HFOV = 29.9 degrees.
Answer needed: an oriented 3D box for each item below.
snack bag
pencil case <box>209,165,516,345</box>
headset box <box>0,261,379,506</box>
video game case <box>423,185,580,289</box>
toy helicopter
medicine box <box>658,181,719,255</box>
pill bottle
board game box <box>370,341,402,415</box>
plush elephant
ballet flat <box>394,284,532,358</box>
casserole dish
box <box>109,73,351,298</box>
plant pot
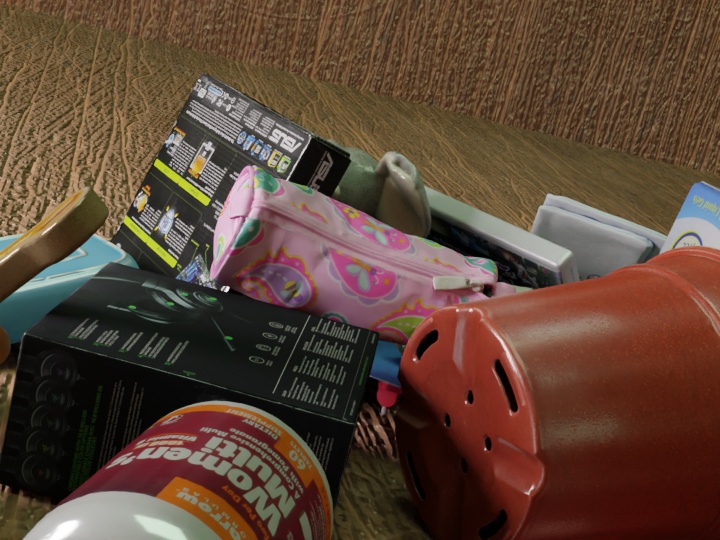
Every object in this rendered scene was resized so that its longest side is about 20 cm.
[{"bbox_3d":[0.235,0.025,1.220,0.199,0.189,0.021,20,53,4],"label":"snack bag"},{"bbox_3d":[0.000,0.000,0.896,0.199,0.088,0.087,21,12,-12],"label":"pencil case"},{"bbox_3d":[-0.100,0.076,0.798,0.199,0.093,0.174,15,14,1],"label":"headset box"},{"bbox_3d":[0.110,0.022,1.107,0.023,0.183,0.199,-40,44,-22],"label":"video game case"},{"bbox_3d":[-0.220,0.018,0.750,0.079,0.199,0.132,50,22,-15],"label":"toy helicopter"},{"bbox_3d":[0.296,0.057,1.046,0.102,0.201,0.182,21,11,-19],"label":"medicine box"},{"bbox_3d":[-0.084,0.133,0.562,0.109,0.110,0.200,17,14,8],"label":"pill bottle"},{"bbox_3d":[0.049,0.091,1.018,0.157,0.039,0.199,21,9,40],"label":"board game box"},{"bbox_3d":[-0.029,-0.032,1.068,0.199,0.156,0.164,3,-1,-32],"label":"plush elephant"},{"bbox_3d":[0.126,0.052,0.996,0.199,0.076,0.068,15,9,-3],"label":"ballet flat"},{"bbox_3d":[-0.242,0.008,0.948,0.199,0.039,0.121,-12,26,-39],"label":"casserole dish"},{"bbox_3d":[-0.112,-0.036,1.013,0.047,0.194,0.200,24,5,-35],"label":"box"},{"bbox_3d":[0.138,0.090,0.830,0.194,0.202,0.201,-4,21,-30],"label":"plant pot"}]
